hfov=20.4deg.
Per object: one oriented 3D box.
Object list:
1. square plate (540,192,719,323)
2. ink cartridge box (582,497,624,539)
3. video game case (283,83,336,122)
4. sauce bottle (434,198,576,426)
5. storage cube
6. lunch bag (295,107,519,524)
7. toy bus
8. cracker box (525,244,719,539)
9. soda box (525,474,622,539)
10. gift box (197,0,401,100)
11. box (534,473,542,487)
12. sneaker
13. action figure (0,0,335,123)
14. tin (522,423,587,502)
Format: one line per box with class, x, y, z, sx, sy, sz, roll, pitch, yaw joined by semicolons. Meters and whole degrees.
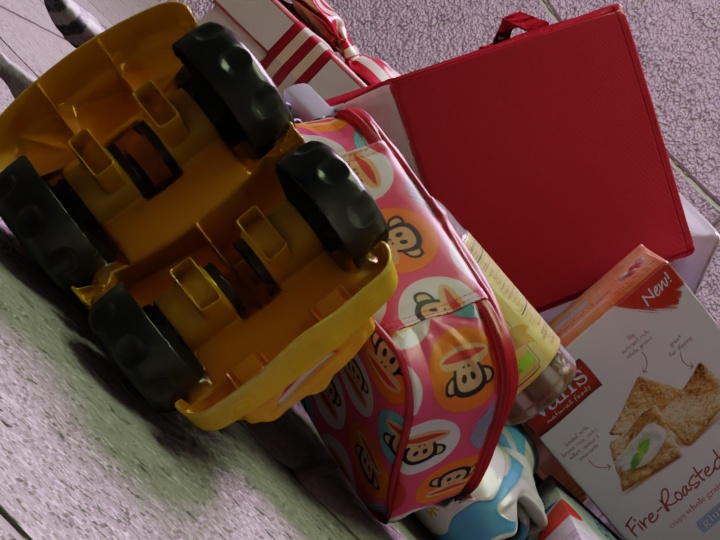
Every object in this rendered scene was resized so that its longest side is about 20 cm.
square plate;0.179;0.024;1.460;0.028;0.199;0.200;18;18;-18
ink cartridge box;0.243;0.219;1.389;0.200;0.144;0.084;43;3;-9
video game case;0.000;0.000;1.355;0.182;0.022;0.200;48;-32;44
sauce bottle;0.044;0.003;1.181;0.200;0.065;0.065;47;4;-12
storage cube;0.088;-0.064;1.361;0.171;0.179;0.201;-5;-76;68
lunch bag;0.001;0.033;1.075;0.200;0.082;0.176;59;-26;31
toy bus;-0.064;0.005;0.951;0.200;0.136;0.192;49;-9;32
cracker box;0.196;0.102;1.287;0.200;0.134;0.058;49;1;-16
soda box;0.126;0.185;1.204;0.068;0.063;0.200;43;4;-4
gift box;-0.064;-0.120;1.588;0.185;0.187;0.200;44;6;10
box;0.157;0.194;1.569;0.144;0.036;0.200;41;4;-32
sneaker;0.073;0.136;1.215;0.081;0.076;0.200;54;12;12
action figure;-0.102;-0.100;1.159;0.193;0.200;0.105;15;68;-50
tin;0.157;0.140;1.541;0.112;0.042;0.200;50;6;40
